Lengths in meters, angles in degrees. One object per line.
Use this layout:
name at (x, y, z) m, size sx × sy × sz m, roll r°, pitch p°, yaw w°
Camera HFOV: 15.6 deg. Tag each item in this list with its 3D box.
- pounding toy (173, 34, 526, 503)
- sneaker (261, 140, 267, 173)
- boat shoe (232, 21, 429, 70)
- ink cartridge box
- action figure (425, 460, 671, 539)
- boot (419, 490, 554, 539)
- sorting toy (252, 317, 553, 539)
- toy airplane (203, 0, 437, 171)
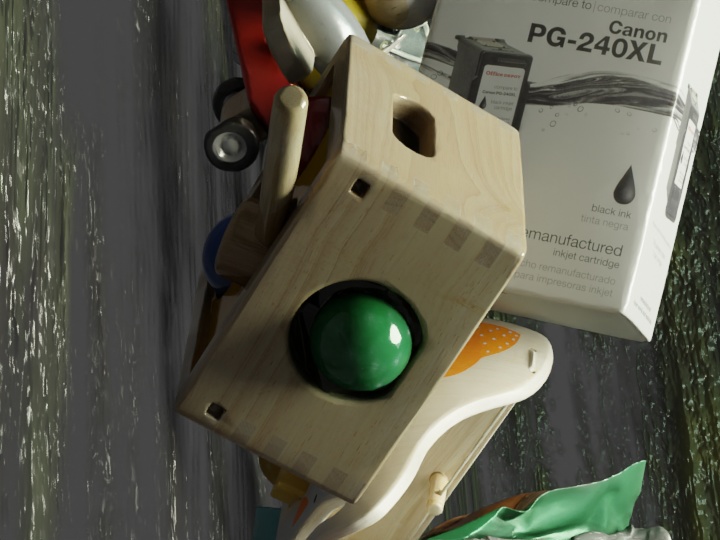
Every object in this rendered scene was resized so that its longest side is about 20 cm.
pounding toy at (-0.015, -0.014, 1.246) m, size 0.184 × 0.142 × 0.200 m, roll -57°, pitch -168°, yaw 22°
sneaker at (-0.034, -0.062, 1.721) m, size 0.086 × 0.078 × 0.200 m, roll 60°, pitch -8°, yaw 35°
boat shoe at (0.014, -0.138, 1.644) m, size 0.072 × 0.200 × 0.071 m, roll 35°, pitch -72°, yaw 45°
ink cartridge box at (0.103, -0.077, 1.402) m, size 0.083 × 0.145 × 0.200 m, roll 38°, pitch 65°, yaw -70°
action figure at (0.078, 0.171, 1.409) m, size 0.055 × 0.200 × 0.118 m, roll 18°, pitch -72°, yaw 52°
boot at (0.043, 0.190, 1.519) m, size 0.200 × 0.155 × 0.077 m, roll -42°, pitch 105°, yaw -40°
sorting toy at (-0.004, 0.123, 1.384) m, size 0.200 × 0.107 × 0.180 m, roll -57°, pitch -177°, yaw 28°
toy airplane at (-0.027, -0.159, 1.422) m, size 0.199 × 0.141 × 0.200 m, roll 68°, pitch 16°, yaw -69°
